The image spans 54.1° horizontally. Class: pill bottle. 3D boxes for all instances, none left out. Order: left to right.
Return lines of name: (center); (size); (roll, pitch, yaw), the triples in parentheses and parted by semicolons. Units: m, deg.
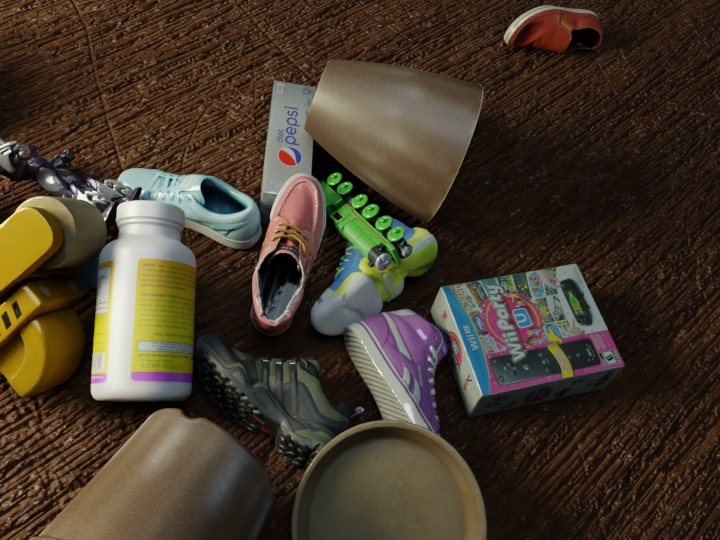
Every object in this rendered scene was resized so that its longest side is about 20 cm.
pill bottle: (-0.227, 0.035, 0.748); (0.101, 0.104, 0.206); (2, 79, -10)

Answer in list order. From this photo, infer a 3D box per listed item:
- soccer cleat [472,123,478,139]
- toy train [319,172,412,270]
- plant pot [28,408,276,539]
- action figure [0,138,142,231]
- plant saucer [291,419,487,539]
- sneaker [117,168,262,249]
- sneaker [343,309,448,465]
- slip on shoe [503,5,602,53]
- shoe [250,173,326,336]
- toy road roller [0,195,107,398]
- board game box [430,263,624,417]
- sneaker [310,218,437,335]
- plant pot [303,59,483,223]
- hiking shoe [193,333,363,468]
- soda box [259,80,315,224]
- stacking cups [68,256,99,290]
soccer cleat: (0.078, -0.215, 1.049); (0.195, 0.066, 0.084); (-6, 29, -10)
toy train: (-0.004, -0.062, 0.874); (0.056, 0.042, 0.200); (-35, 42, -8)
plant pot: (-0.184, 0.246, 0.617); (0.197, 0.202, 0.200); (27, 48, 6)
action figure: (-0.372, -0.115, 0.849); (0.197, 0.070, 0.130); (29, 14, 1)
plant saucer: (0.028, 0.255, 0.708); (0.195, 0.030, 0.206); (0, 78, -1)
sneaker: (-0.214, -0.098, 0.886); (0.195, 0.083, 0.075); (17, 54, 0)
sneaker: (0.072, 0.129, 0.811); (0.112, 0.073, 0.203); (-15, 63, -26)
slip on shoe: (0.337, -0.409, 1.213); (0.195, 0.074, 0.062); (-9, 62, -23)
shoe: (-0.081, -0.026, 0.823); (0.070, 0.091, 0.205); (16, 78, -8)
toy road roller: (-0.332, 0.034, 0.729); (0.199, 0.123, 0.147); (-41, 91, 5)
board game box: (0.203, 0.083, 0.872); (0.195, 0.065, 0.150); (-9, 60, -16)
sneaker: (0.000, 0.000, 0.888); (0.198, 0.077, 0.105); (-31, 49, -26)
plant pot: (0.032, -0.188, 0.920); (0.196, 0.188, 0.190); (21, 55, -5)
hiking shoe: (-0.094, 0.129, 0.782); (0.199, 0.076, 0.101); (39, 49, 3)
soda box: (-0.098, -0.159, 0.958); (0.062, 0.069, 0.204); (7, 57, -10)
stacking cups: (-0.311, -0.004, 0.817); (0.196, 0.061, 0.061); (19, 55, 0)
